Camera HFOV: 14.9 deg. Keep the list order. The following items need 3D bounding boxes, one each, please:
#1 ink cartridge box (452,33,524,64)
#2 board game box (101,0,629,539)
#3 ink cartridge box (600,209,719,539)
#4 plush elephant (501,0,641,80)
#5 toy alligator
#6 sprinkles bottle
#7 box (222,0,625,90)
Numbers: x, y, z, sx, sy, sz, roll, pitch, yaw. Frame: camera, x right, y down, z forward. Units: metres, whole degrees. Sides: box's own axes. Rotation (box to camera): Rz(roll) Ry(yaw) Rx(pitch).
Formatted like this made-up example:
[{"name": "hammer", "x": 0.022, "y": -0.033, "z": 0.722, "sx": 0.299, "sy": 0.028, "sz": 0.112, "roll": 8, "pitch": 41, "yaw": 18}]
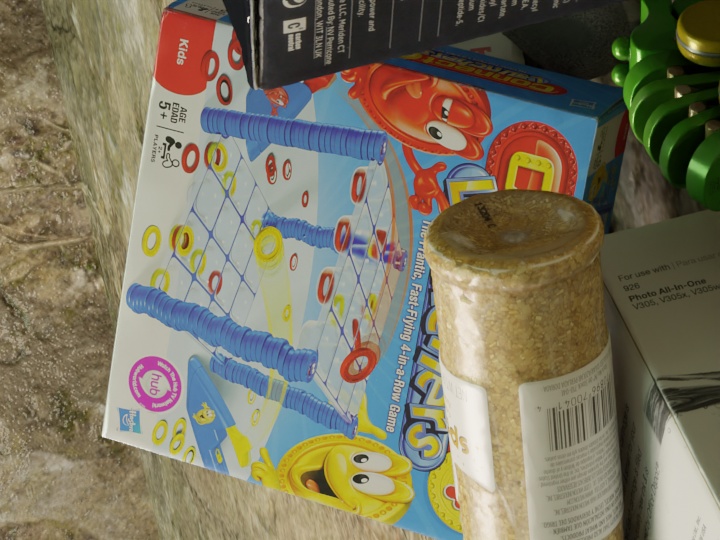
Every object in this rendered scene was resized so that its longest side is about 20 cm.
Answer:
[{"name": "ink cartridge box", "x": 0.017, "y": -0.012, "z": 1.312, "sx": 0.088, "sy": 0.145, "sz": 0.201, "roll": 95, "pitch": 166, "yaw": -72}, {"name": "board game box", "x": 0.000, "y": 0.000, "z": 1.172, "sx": 0.056, "sy": 0.195, "sz": 0.201, "roll": -33, "pitch": -45, "yaw": -65}, {"name": "ink cartridge box", "x": 0.150, "y": 0.094, "z": 1.059, "sx": 0.146, "sy": 0.084, "sz": 0.200, "roll": 91, "pitch": 161, "yaw": -50}, {"name": "plush elephant", "x": 0.024, "y": -0.154, "z": 1.236, "sx": 0.200, "sy": 0.155, "sz": 0.165, "roll": 45, "pitch": 124, "yaw": -6}, {"name": "toy alligator", "x": 0.123, "y": -0.074, "z": 1.062, "sx": 0.200, "sy": 0.054, "sz": 0.059, "roll": -118, "pitch": 19, "yaw": -47}, {"name": "sprinkles bottle", "x": 0.067, "y": 0.070, "z": 1.049, "sx": 0.068, "sy": 0.068, "sz": 0.201, "roll": -126, "pitch": 26, "yaw": -59}, {"name": "box", "x": 0.033, "y": -0.172, "z": 1.014, "sx": 0.104, "sy": 0.199, "sz": 0.148, "roll": 94, "pitch": 159, "yaw": -55}]
